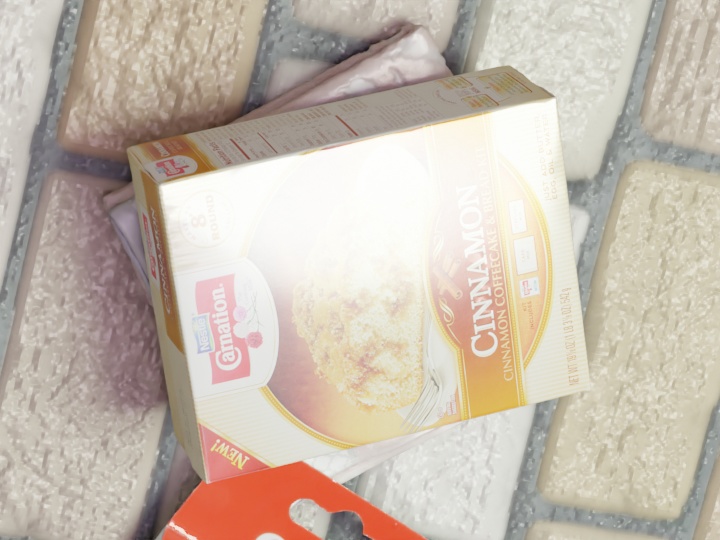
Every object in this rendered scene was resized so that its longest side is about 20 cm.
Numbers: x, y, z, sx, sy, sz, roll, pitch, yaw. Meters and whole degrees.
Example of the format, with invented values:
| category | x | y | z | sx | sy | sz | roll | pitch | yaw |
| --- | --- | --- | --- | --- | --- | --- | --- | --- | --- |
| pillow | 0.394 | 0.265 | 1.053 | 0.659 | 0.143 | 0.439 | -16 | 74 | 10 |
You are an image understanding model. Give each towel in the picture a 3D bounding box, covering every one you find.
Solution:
| category | x | y | z | sx | sy | sz | roll | pitch | yaw |
| --- | --- | --- | --- | --- | --- | --- | --- | --- | --- |
| towel | -0.009 | 0.005 | 1.457 | 0.190 | 0.032 | 0.201 | -29 | 112 | -9 |

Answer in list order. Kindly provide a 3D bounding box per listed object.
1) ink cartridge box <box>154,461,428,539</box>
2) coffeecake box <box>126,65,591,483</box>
| category | x | y | z | sx | sy | sz | roll | pitch | yaw |
| --- | --- | --- | --- | --- | --- | --- | --- | --- | --- |
| ink cartridge box | -0.053 | 0.202 | 1.471 | 0.162 | 0.050 | 0.200 | 34 | 105 | -23 |
| coffeecake box | 0.000 | 0.000 | 1.402 | 0.199 | 0.073 | 0.154 | -13 | 110 | -13 |
